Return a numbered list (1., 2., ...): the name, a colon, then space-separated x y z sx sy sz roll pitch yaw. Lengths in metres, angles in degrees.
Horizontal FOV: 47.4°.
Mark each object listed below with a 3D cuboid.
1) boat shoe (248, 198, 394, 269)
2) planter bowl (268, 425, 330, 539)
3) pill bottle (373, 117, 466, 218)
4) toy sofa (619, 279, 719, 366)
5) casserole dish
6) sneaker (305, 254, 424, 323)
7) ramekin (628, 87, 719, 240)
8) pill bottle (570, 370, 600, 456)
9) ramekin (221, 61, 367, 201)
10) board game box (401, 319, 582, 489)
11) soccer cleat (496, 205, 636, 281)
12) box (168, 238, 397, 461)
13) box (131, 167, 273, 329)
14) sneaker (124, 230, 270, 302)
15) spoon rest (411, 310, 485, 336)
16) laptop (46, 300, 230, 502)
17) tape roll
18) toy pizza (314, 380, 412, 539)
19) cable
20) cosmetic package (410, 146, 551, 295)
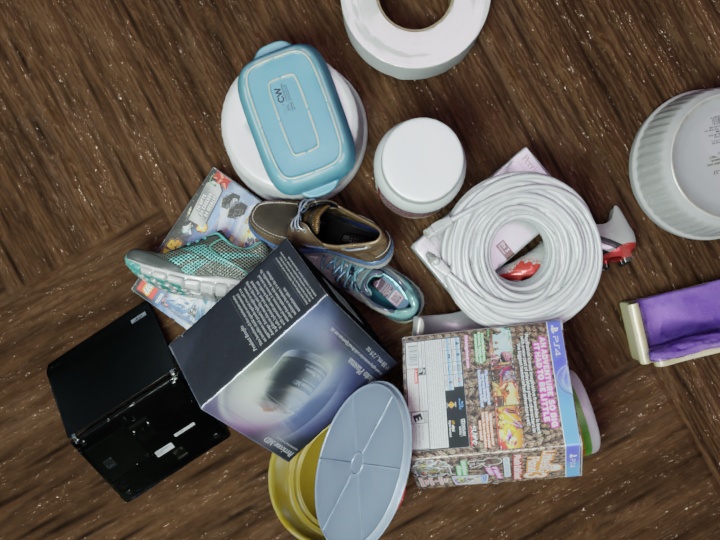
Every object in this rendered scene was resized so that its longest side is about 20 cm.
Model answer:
1. boat shoe: -0.054 -0.060 1.043 0.197 0.073 0.073 11 70 11
2. planter bowl: -0.015 0.266 1.074 0.198 0.084 0.203 -11 59 20
3. pill bottle: 0.073 -0.127 1.027 0.112 0.200 0.116 0 91 1
4. toy sofa: 0.451 0.060 1.070 0.197 0.098 0.084 -13 91 2
5. casserole dish: -0.081 -0.190 1.015 0.120 0.039 0.203 -20 89 1
6. sneaker: 0.000 0.000 1.087 0.198 0.086 0.078 29 90 1
7. ramekin: 0.461 -0.141 1.064 0.197 0.105 0.203 0 91 2
8. pill bottle: 0.200 0.211 1.071 0.197 0.111 0.113 -18 90 2
9. ramekin: -0.089 -0.189 1.082 0.197 0.098 0.204 0 90 2
10. board game box: 0.155 0.162 0.986 0.197 0.097 0.161 -7 55 10
11. soccer cleat: 0.268 -0.030 1.094 0.197 0.069 0.086 -14 79 1
12. box: -0.091 0.107 1.024 0.198 0.200 0.123 -41 49 3
13. box: -0.198 -0.018 1.115 0.136 0.040 0.201 35 91 0
14. sneaker: -0.205 -0.011 1.069 0.197 0.078 0.092 12 72 0
15. spoon rest: 0.154 0.081 1.091 0.197 0.061 0.101 6 98 -21
16. laptop: -0.309 0.182 1.136 0.176 0.103 0.201 -32 115 2
17. tape roll: 0.071 -0.362 1.090 0.199 0.071 0.206 0 91 2
18. toy pizza: 0.008 0.231 0.967 0.031 0.200 0.203 21 91 -27
19. cable: 0.197 -0.021 1.022 0.199 0.069 0.201 -37 93 0
20. cosmetic package: 0.172 -0.060 1.089 0.200 0.074 0.102 -42 90 3
